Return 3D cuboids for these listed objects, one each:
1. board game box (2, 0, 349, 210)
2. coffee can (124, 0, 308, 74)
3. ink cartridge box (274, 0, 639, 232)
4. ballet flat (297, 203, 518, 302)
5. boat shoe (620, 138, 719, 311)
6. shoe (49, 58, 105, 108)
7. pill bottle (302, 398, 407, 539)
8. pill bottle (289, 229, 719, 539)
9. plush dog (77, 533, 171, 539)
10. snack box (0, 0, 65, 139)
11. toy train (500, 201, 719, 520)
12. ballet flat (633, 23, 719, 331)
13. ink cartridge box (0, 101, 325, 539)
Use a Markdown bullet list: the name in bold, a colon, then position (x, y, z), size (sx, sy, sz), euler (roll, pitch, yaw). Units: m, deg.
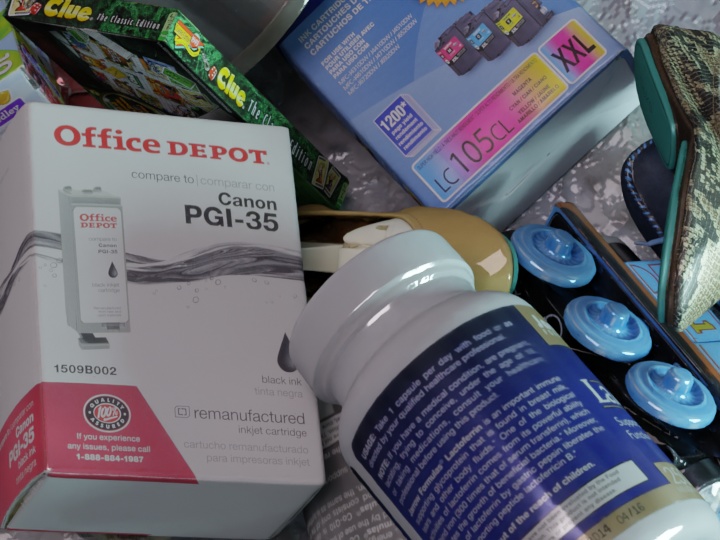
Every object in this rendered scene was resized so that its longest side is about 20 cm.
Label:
- **board game box**: position (-0.093, -0.088, 1.266), size (0.104, 0.200, 0.024), euler (9, 72, 29)
- **coffee can**: position (-0.129, -0.204, 1.274), size (0.146, 0.200, 0.147), euler (-38, 32, 29)
- **ink cartridge box**: position (0.039, -0.127, 1.315), size (0.136, 0.076, 0.200), euler (-43, 64, 1)
- **ballet flat**: position (0.000, 0.000, 1.242), size (0.200, 0.063, 0.069), euler (3, 91, 56)
- **boat shoe**: position (0.211, -0.007, 1.222), size (0.200, 0.069, 0.084), euler (39, 88, 24)
- **shoe**: position (-0.154, -0.119, 1.374), size (0.091, 0.071, 0.201), euler (-22, 64, 13)
- **pill bottle**: position (0.035, 0.146, 1.206), size (0.113, 0.113, 0.201), euler (-20, 67, 11)
- **pill bottle**: position (0.061, 0.082, 1.106), size (0.116, 0.116, 0.200), euler (-41, 65, 2)
- **plush dog**: position (-0.150, 0.036, 1.292), size (0.200, 0.160, 0.172), euler (34, 78, -4)
- **snack box**: position (-0.261, -0.074, 1.305), size (0.200, 0.053, 0.142), euler (-33, 38, 5)
- **toy train**: position (0.137, 0.049, 1.200), size (0.200, 0.114, 0.087), euler (52, 130, 39)
- **ballet flat**: position (0.177, -0.052, 1.188), size (0.075, 0.068, 0.200), euler (0, 44, 2)
- **ink cartridge box**: position (-0.105, 0.025, 1.194), size (0.146, 0.083, 0.201), euler (4, 63, -22)
